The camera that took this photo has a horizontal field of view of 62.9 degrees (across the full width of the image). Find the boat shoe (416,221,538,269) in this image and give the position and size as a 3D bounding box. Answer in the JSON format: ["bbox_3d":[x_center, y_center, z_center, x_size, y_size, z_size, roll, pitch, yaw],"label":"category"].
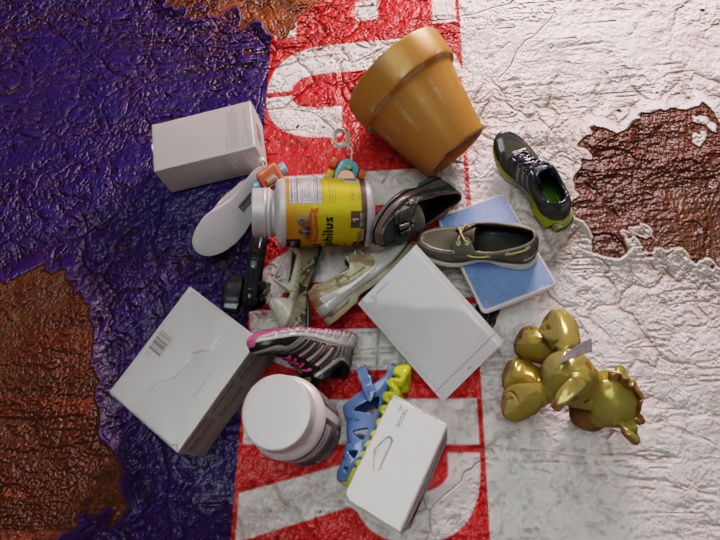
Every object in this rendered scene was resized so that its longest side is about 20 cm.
[{"bbox_3d":[0.185,-0.047,0.945,0.196,0.061,0.074,5,58,14],"label":"boat shoe"}]

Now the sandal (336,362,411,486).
[{"bbox_3d":[0.008,0.227,0.903,0.085,0.080,0.203,18,65,19],"label":"sandal"}]

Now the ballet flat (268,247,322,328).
[{"bbox_3d":[-0.116,0.033,0.989,0.074,0.067,0.205,20,67,-27],"label":"ballet flat"}]

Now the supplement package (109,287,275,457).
[{"bbox_3d":[-0.263,0.163,0.944,0.154,0.111,0.202,32,76,18],"label":"supplement package"}]

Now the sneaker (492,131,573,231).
[{"bbox_3d":[0.295,-0.167,0.996,0.073,0.081,0.202,-32,68,-5],"label":"sneaker"}]

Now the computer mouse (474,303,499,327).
[{"bbox_3d":[0.120,0.059,0.955,0.197,0.053,0.141,26,77,17],"label":"computer mouse"}]

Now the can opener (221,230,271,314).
[{"bbox_3d":[-0.181,-0.015,0.998,0.077,0.064,0.204,14,52,-11],"label":"can opener"}]

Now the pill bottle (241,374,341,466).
[{"bbox_3d":[-0.097,0.217,0.850,0.111,0.201,0.117,-3,68,7],"label":"pill bottle"}]

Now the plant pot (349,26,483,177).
[{"bbox_3d":[0.109,-0.273,1.017,0.198,0.200,0.185,-36,84,-6],"label":"plant pot"}]

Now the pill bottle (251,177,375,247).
[{"bbox_3d":[-0.078,-0.095,0.962,0.194,0.110,0.112,-1,69,-7],"label":"pill bottle"}]

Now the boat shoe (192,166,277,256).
[{"bbox_3d":[-0.229,-0.107,1.062,0.072,0.065,0.202,40,75,-17],"label":"boat shoe"}]

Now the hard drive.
[{"bbox_3d":[0.107,0.081,0.916,0.132,0.027,0.201,-43,81,4],"label":"hard drive"}]

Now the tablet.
[{"bbox_3d":[0.221,-0.033,0.973,0.127,0.014,0.203,-20,57,-1],"label":"tablet"}]

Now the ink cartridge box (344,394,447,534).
[{"bbox_3d":[0.056,0.269,0.807,0.083,0.201,0.147,23,74,16],"label":"ink cartridge box"}]

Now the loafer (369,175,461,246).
[{"bbox_3d":[0.095,-0.098,0.968,0.062,0.073,0.199,24,45,31],"label":"loafer"}]

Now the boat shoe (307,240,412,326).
[{"bbox_3d":[0.000,0.000,0.972,0.199,0.075,0.069,-42,91,-15],"label":"boat shoe"}]

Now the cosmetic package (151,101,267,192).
[{"bbox_3d":[-0.284,-0.232,1.108,0.195,0.085,0.110,-12,68,5],"label":"cosmetic package"}]

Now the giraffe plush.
[{"bbox_3d":[0.319,0.165,0.843,0.160,0.200,0.176,30,71,-12],"label":"giraffe plush"}]

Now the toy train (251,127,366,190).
[{"bbox_3d":[-0.085,-0.161,1.034,0.197,0.056,0.153,-29,100,-6],"label":"toy train"}]

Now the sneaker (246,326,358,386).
[{"bbox_3d":[-0.085,0.134,0.907,0.073,0.197,0.090,-7,78,48],"label":"sneaker"}]
